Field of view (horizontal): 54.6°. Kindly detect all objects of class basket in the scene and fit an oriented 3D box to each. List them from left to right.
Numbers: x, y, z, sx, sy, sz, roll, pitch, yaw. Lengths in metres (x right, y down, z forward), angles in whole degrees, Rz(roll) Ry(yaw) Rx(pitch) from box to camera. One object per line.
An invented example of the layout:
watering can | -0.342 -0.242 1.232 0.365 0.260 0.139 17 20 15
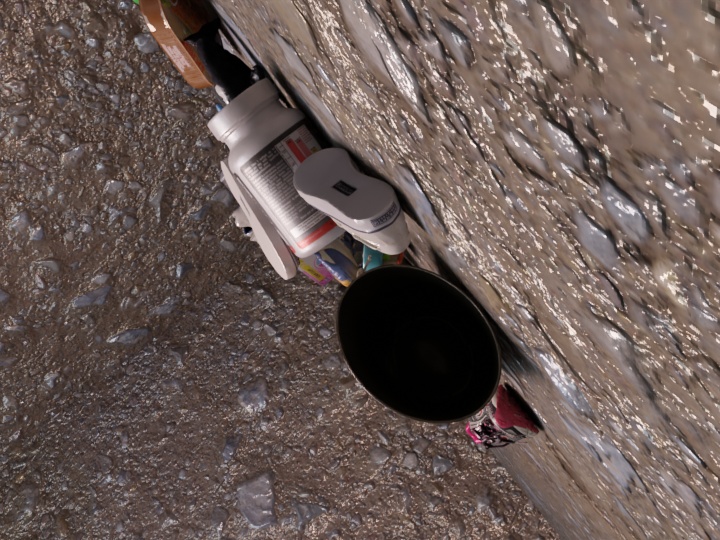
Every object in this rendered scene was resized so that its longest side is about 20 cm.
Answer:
basket | 0.076 0.092 0.775 0.180 0.136 0.200 39 178 18

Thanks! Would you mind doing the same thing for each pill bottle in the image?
pill bottle | -0.090 -0.126 0.861 0.200 0.116 0.116 53 177 -11

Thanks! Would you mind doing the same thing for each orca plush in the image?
orca plush | -0.147 -0.261 0.943 0.105 0.071 0.201 -20 -101 -46

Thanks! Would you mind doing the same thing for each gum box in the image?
gum box | -0.074 -0.049 1.318 0.066 0.113 0.200 57 -172 25

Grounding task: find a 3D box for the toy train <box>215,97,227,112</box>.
toy train | -0.149 -0.213 1.094 0.200 0.087 0.114 50 -177 34

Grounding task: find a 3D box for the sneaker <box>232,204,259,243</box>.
sneaker | -0.139 -0.078 1.106 0.075 0.087 0.200 60 -175 24

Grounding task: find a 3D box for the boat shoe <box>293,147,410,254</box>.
boat shoe | -0.008 -0.071 0.738 0.200 0.071 0.070 38 164 53

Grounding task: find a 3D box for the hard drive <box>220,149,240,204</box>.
hard drive | -0.170 -0.178 1.200 0.135 0.042 0.201 53 -146 -32

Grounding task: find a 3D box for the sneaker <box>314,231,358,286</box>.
sneaker | -0.036 -0.064 0.983 0.075 0.088 0.200 53 -175 -48

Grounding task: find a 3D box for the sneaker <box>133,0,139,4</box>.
sneaker | -0.294 -0.420 1.108 0.085 0.078 0.200 45 -174 5

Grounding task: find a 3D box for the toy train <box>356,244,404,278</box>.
toy train | 0.027 0.038 0.864 0.201 0.055 0.151 88 -175 -53

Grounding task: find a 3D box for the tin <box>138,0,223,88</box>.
tin | -0.250 -0.343 0.990 0.200 0.042 0.113 58 -155 -60

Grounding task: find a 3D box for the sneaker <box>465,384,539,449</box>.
sneaker | 0.189 0.211 0.954 0.081 0.075 0.200 51 176 16

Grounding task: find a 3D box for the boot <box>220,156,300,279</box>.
boot | -0.109 -0.088 0.949 0.201 0.090 0.073 60 162 18

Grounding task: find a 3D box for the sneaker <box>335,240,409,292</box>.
sneaker | 0.000 0.000 1.026 0.076 0.114 0.200 57 177 -40
